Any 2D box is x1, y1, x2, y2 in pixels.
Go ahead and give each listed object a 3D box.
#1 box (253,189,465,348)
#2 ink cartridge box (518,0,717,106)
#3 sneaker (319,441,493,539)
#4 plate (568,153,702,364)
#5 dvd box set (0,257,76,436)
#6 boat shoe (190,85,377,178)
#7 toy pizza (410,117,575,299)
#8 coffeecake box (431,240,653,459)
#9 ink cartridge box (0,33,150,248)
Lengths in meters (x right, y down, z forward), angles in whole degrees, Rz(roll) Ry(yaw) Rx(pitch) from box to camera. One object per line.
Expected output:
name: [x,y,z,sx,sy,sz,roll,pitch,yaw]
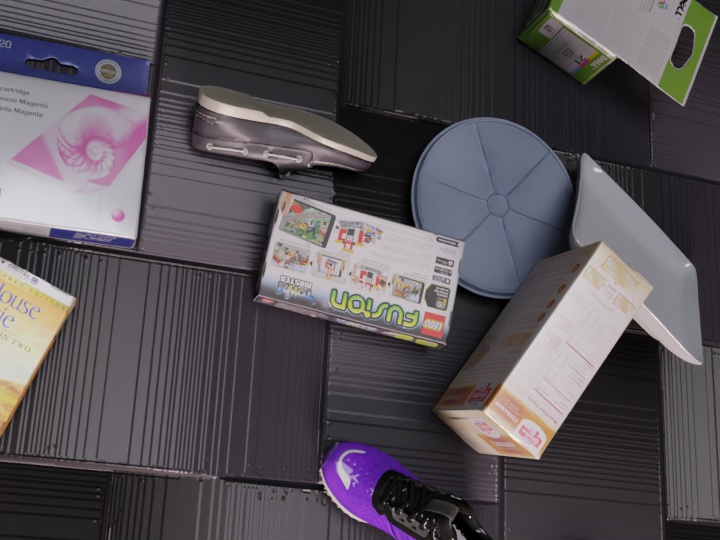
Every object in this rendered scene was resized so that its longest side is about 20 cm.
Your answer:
box: [0.000,0.000,1.077,0.197,0.035,0.112,15,76,-10]
ink cartridge box: [0.306,-0.288,1.272,0.198,0.076,0.149,32,65,-10]
sneaker: [0.056,0.224,1.011,0.199,0.099,0.070,38,63,-7]
plate: [0.291,-0.012,1.160,0.200,0.032,0.200,43,32,-12]
dvd box set: [-0.359,0.078,0.937,0.145,0.029,0.202,30,67,-10]
boat shoe: [-0.080,-0.130,1.101,0.197,0.073,0.063,15,112,-22]
toy pizza: [0.145,-0.067,1.168,0.197,0.032,0.204,4,76,-16]
coffeecake box: [0.173,0.080,1.052,0.073,0.153,0.201,40,76,-7]
ink cartridge box: [-0.300,-0.133,1.016,0.193,0.043,0.204,7,74,-18]
